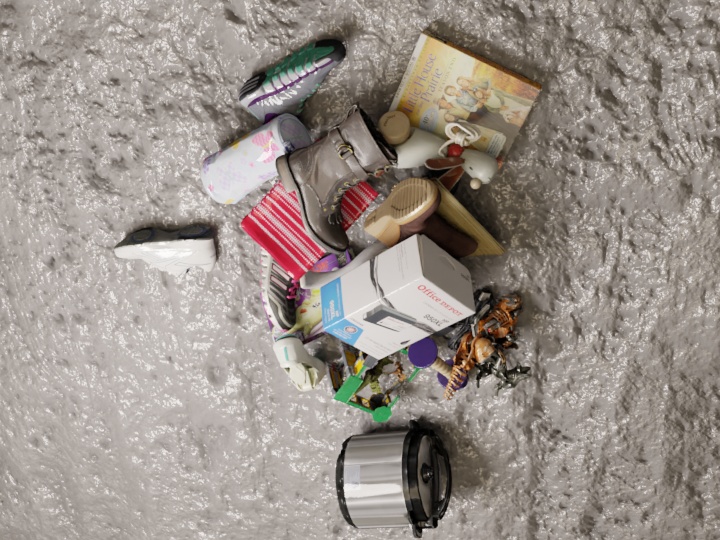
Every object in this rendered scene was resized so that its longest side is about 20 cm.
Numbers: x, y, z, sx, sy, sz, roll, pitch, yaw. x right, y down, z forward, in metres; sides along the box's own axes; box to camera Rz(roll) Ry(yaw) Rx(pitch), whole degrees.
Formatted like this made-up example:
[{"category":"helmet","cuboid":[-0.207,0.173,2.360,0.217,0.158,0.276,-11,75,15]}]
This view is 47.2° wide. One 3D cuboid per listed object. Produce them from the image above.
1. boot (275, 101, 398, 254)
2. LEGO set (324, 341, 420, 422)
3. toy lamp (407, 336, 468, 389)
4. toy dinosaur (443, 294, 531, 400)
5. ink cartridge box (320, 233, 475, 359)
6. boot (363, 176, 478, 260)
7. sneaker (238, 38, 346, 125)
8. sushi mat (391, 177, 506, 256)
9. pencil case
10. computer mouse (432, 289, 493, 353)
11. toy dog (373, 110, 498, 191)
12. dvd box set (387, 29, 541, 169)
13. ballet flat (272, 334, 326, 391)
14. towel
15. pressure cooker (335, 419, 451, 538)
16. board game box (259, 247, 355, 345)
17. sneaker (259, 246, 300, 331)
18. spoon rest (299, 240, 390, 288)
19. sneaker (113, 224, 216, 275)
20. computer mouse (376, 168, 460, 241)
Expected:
[{"category":"boot","cuboid":[-0.018,-0.133,1.245,0.173,0.069,0.201,-23,114,22]},{"category":"LEGO set","cuboid":[0.027,0.159,1.475,0.153,0.116,0.201,16,117,-22]},{"category":"toy lamp","cuboid":[0.138,0.163,1.398,0.058,0.059,0.200,-13,153,20]},{"category":"toy dinosaur","cuboid":[0.206,0.132,1.380,0.199,0.102,0.136,-35,124,2]},{"category":"ink cartridge box","cuboid":[0.057,0.045,1.284,0.199,0.085,0.144,-29,138,30]},{"category":"boot","cuboid":[0.115,-0.072,1.267,0.165,0.073,0.200,19,159,-22]},{"category":"sneaker","cuboid":[-0.094,-0.293,1.308,0.199,0.075,0.088,-18,129,28]},{"category":"sushi mat","cuboid":[0.141,-0.080,1.298,0.095,0.012,0.200,-1,147,48]},{"category":"pencil case","cuboid":[-0.169,-0.179,1.346,0.199,0.083,0.091,-20,117,33]},{"category":"computer mouse","cuboid":[0.117,0.061,1.417,0.199,0.053,0.139,26,120,2]},{"category":"toy dog","cuboid":[0.099,-0.164,1.254,0.199,0.097,0.132,17,165,35]},{"category":"dvd box set","cuboid":[0.156,-0.259,1.266,0.199,0.029,0.147,26,119,1]},{"category":"ballet flat","cuboid":[-0.105,0.179,1.465,0.069,0.070,0.200,-1,154,15]},{"category":"towel","cuboid":[-0.086,-0.100,1.348,0.145,0.022,0.200,45,95,11]},{"category":"pressure cooker","cuboid":[0.071,0.385,1.513,0.198,0.179,0.177,-9,109,20]},{"category":"board game box","cuboid":[-0.081,0.054,1.447,0.199,0.032,0.121,-28,66,25]},{"category":"sneaker","cuboid":[-0.121,0.004,1.419,0.087,0.074,0.202,-5,89,15]},{"category":"spoon rest","cuboid":[0.000,0.000,1.371,0.198,0.061,0.100,-7,76,5]},{"category":"sneaker","cuboid":[-0.353,-0.029,1.491,0.198,0.075,0.088,0,120,16]},{"category":"computer mouse","cuboid":[0.094,-0.106,1.359,0.059,0.034,0.200,51,124,4]}]
